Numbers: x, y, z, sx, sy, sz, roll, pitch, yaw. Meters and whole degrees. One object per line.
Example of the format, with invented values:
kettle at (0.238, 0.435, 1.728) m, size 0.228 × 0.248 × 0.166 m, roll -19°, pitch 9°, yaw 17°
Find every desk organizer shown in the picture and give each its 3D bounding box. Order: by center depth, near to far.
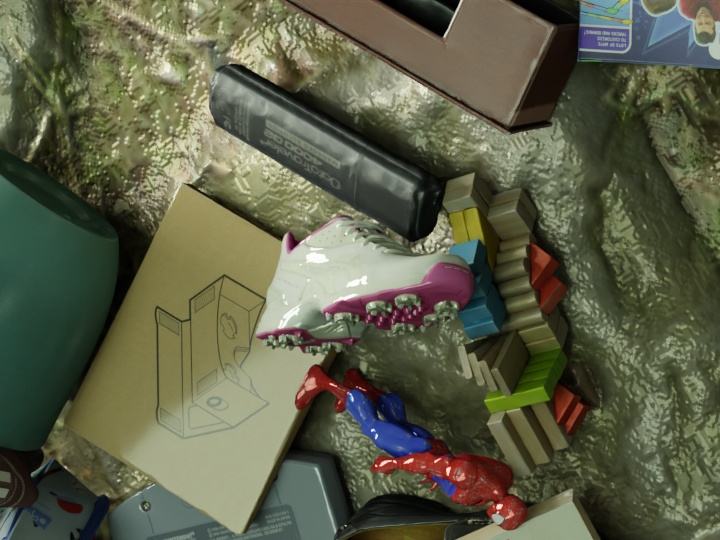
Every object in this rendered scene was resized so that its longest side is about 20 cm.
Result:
desk organizer at (0.046, -0.172, 1.455) m, size 0.200 × 0.072 × 0.077 m, roll 32°, pitch 111°, yaw 20°

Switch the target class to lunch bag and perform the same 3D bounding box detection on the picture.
lunch bag at (-0.277, 0.245, 1.656) m, size 0.075 × 0.160 × 0.200 m, roll 37°, pitch 121°, yaw -11°

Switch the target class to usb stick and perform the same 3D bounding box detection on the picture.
usb stick at (-0.026, -0.083, 1.518) m, size 0.200 × 0.033 × 0.056 m, roll 31°, pitch 136°, yaw 29°

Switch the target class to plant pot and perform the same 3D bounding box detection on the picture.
plant pot at (-0.269, 0.007, 1.597) m, size 0.200 × 0.200 × 0.161 m, roll 37°, pitch 98°, yaw 18°

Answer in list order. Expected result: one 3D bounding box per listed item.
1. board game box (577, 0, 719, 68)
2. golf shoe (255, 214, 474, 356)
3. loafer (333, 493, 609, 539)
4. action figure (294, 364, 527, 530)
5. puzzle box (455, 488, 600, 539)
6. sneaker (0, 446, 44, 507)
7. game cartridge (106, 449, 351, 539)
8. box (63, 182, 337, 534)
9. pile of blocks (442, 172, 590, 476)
board game box at (0.233, -0.192, 1.366) m, size 0.199 × 0.034 × 0.136 m, roll 7°, pitch 104°, yaw 28°
golf shoe at (0.000, 0.000, 1.466) m, size 0.200 × 0.075 × 0.092 m, roll -14°, pitch 66°, yaw 49°
loafer at (0.075, 0.198, 1.508) m, size 0.199 × 0.072 × 0.073 m, roll 0°, pitch 99°, yaw 28°
action figure at (0.040, 0.123, 1.488) m, size 0.200 × 0.065 × 0.052 m, roll 27°, pitch 98°, yaw 43°
puzzle box at (0.127, 0.257, 1.470) m, size 0.133 × 0.025 × 0.201 m, roll -25°, pitch 102°, yaw 14°
sneaker at (-0.303, 0.122, 1.617) m, size 0.200 × 0.115 × 0.076 m, roll 40°, pitch 102°, yaw 42°
game cartridge at (-0.090, 0.203, 1.622) m, size 0.199 × 0.040 × 0.134 m, roll -16°, pitch 95°, yaw 30°
box at (-0.105, 0.062, 1.585) m, size 0.163 × 0.021 × 0.201 m, roll 30°, pitch 98°, yaw 20°
pile of blocks at (0.105, 0.031, 1.453) m, size 0.062 × 0.082 × 0.201 m, roll -17°, pitch 91°, yaw 31°
